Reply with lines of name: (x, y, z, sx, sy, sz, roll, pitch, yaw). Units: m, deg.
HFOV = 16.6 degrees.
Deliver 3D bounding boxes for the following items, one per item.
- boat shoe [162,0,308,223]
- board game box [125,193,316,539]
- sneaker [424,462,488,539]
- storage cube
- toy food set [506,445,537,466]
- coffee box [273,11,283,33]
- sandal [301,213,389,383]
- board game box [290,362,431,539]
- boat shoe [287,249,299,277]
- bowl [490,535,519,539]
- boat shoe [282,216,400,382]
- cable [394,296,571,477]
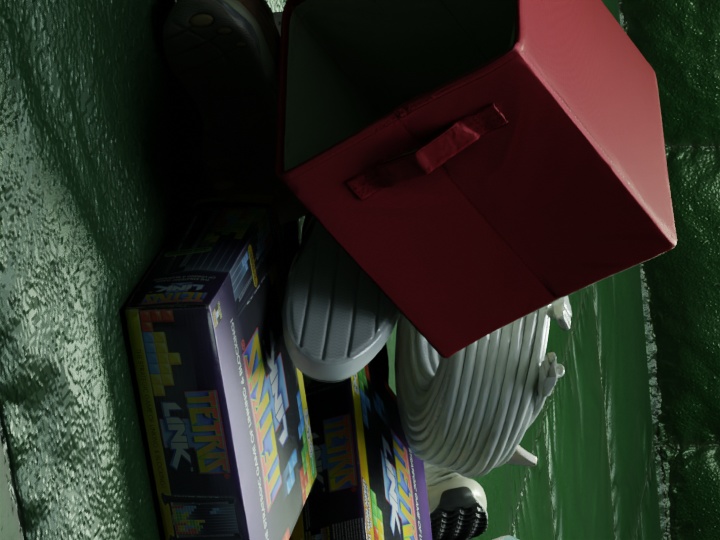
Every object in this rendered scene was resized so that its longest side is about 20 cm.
boat shoe: (-0.067, -0.111, 1.534, 0.200, 0.075, 0.072, 76, 16, -46)
board game box: (-0.080, 0.077, 1.487, 0.165, 0.057, 0.201, -68, 152, -63)
sneaker: (0.052, 0.178, 1.959, 0.200, 0.070, 0.094, 107, -27, -71)
storage cube: (0.070, -0.091, 1.479, 0.180, 0.171, 0.200, 48, 27, -32)
toy food set: (0.101, 0.038, 1.775, 0.143, 0.060, 0.201, 0, -101, 61)
coffee box: (-0.001, -0.106, 1.726, 0.200, 0.113, 0.080, 55, 35, -66)
sandal: (0.000, 0.019, 1.788, 0.045, 0.075, 0.201, -32, 134, -34)
board game box: (0.001, 0.163, 1.677, 0.165, 0.057, 0.201, 54, 25, -55)
boat shoe: (0.000, 0.000, 1.677, 0.068, 0.072, 0.200, 63, -40, 40)
bowl: (0.083, 0.274, 1.917, 0.201, 0.200, 0.105, 16, 53, -76)
boat shoe: (-0.008, 0.007, 1.542, 0.200, 0.072, 0.071, -74, -179, -47)
cable: (0.074, 0.039, 1.646, 0.200, 0.069, 0.200, -96, -161, -47)
